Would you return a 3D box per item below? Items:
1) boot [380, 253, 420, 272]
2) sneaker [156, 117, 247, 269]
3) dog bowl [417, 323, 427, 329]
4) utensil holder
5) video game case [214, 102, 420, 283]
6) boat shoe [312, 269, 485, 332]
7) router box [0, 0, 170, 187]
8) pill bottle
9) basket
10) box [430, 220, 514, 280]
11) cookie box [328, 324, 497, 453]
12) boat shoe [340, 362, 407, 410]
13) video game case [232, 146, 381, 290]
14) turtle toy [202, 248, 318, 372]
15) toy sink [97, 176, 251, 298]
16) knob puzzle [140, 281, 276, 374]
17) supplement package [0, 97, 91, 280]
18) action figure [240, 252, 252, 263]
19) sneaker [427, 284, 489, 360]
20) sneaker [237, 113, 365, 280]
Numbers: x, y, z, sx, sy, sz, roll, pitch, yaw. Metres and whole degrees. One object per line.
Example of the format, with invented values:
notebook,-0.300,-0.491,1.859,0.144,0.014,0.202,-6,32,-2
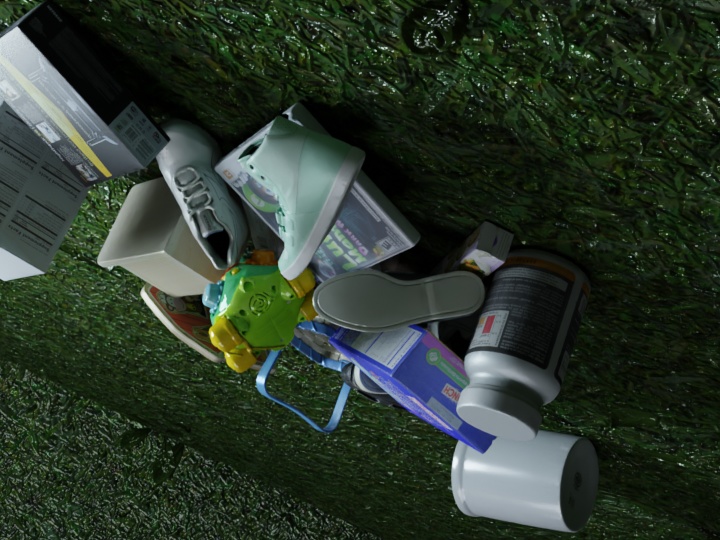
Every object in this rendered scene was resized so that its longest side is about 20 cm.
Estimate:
boot,0.000,0.000,1.387,0.146,0.070,0.200,24,155,5
sneaker,-0.186,-0.090,1.256,0.074,0.087,0.200,-23,121,6
dog bowl,0.119,0.137,1.601,0.199,0.059,0.200,19,159,7
utensil holder,0.283,0.348,1.804,0.199,0.170,0.170,2,151,35
video game case,-0.053,-0.078,1.197,0.200,0.023,0.182,46,145,-14
boat shoe,0.044,0.035,1.244,0.199,0.073,0.062,-4,175,-4
router box,-0.329,-0.192,1.194,0.157,0.052,0.200,-7,130,51
pill bottle,0.185,0.085,1.217,0.116,0.200,0.116,19,158,8
basket,-0.056,0.113,1.510,0.139,0.200,0.176,15,163,40
box,0.127,-0.005,1.280,0.039,0.042,0.200,25,160,-6
cookie box,0.074,0.131,1.331,0.171,0.075,0.200,42,171,-24
boat shoe,0.055,0.159,1.491,0.199,0.075,0.066,10,165,-39
video game case,-0.061,-0.048,1.283,0.182,0.024,0.200,18,141,26
turtle toy,-0.129,0.046,1.327,0.101,0.146,0.200,49,170,22
toy sink,-0.243,-0.044,1.422,0.112,0.131,0.200,35,154,-32
knob puzzle,-0.217,0.053,1.505,0.219,0.220,0.030,30,116,-19
supplement package,-0.447,-0.113,1.357,0.151,0.200,0.152,35,156,-30
action figure,-0.126,-0.009,1.494,0.118,0.055,0.200,34,160,-24
sneaker,0.126,0.085,1.412,0.078,0.100,0.200,24,159,-4
sneaker,-0.079,-0.081,1.130,0.118,0.074,0.201,29,135,1
